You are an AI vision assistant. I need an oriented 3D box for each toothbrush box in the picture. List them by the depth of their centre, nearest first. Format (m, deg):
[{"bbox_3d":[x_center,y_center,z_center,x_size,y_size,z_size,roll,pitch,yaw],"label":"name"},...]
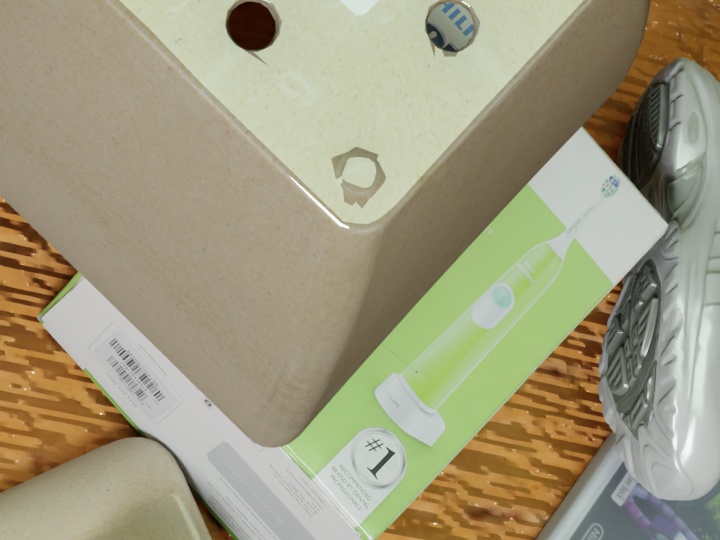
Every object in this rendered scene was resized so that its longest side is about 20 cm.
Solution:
[{"bbox_3d":[0.000,0.000,0.944,0.146,0.086,0.200,47,58,-2],"label":"toothbrush box"}]

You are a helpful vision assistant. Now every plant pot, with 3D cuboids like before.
[{"bbox_3d":[-0.020,-0.086,0.790,0.200,0.177,0.200,44,77,-2],"label":"plant pot"}]

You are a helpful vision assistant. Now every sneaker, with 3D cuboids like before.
[{"bbox_3d":[0.157,0.006,1.008,0.099,0.078,0.201,17,60,-13],"label":"sneaker"}]

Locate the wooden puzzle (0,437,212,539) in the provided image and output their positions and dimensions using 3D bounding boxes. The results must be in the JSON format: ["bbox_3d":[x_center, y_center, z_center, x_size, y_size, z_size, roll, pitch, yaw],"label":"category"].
[{"bbox_3d":[-0.101,0.174,0.849,0.184,0.046,0.201,-24,83,-32],"label":"wooden puzzle"}]

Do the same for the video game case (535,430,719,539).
[{"bbox_3d":[0.170,0.131,1.020,0.182,0.023,0.200,44,58,-7],"label":"video game case"}]
